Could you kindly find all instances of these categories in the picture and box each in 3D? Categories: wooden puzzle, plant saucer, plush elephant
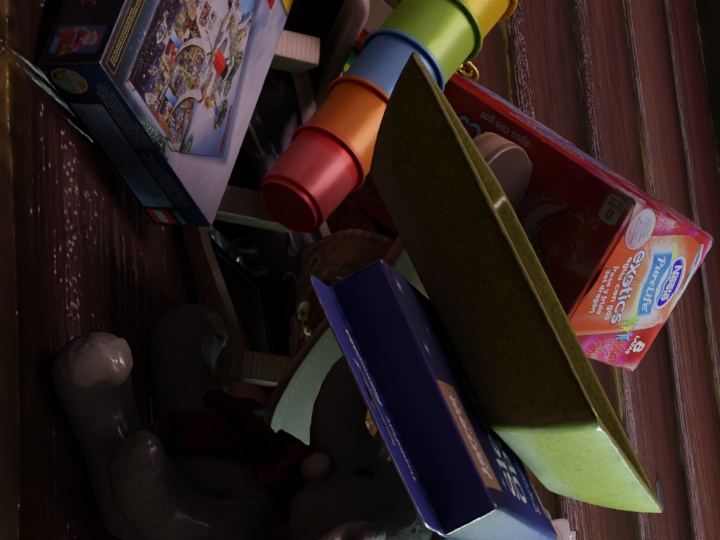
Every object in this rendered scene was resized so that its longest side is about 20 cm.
[{"bbox_3d":[-0.030,-0.167,1.312,0.200,0.037,0.186,112,-17,-51],"label":"wooden puzzle"},{"bbox_3d":[0.068,0.020,1.056,0.201,0.048,0.200,66,7,23],"label":"plant saucer"},{"bbox_3d":[-0.036,0.103,1.031,0.165,0.154,0.201,7,72,-72],"label":"plush elephant"}]

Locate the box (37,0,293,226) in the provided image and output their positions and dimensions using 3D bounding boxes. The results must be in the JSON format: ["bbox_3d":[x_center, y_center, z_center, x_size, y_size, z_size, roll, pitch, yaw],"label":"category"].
[{"bbox_3d":[-0.089,-0.143,1.134,0.137,0.037,0.201,58,42,-49],"label":"box"}]

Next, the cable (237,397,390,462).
[{"bbox_3d":[-0.041,0.106,1.230,0.200,0.050,0.098,6,113,-56],"label":"cable"}]

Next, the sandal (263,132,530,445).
[{"bbox_3d":[0.002,0.003,1.184,0.212,0.069,0.078,-49,143,-15],"label":"sandal"}]

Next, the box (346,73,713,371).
[{"bbox_3d":[0.089,-0.036,1.266,0.100,0.200,0.096,18,105,-53],"label":"box"}]

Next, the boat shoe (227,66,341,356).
[{"bbox_3d":[-0.056,-0.024,1.256,0.062,0.073,0.201,-9,95,-30],"label":"boat shoe"}]

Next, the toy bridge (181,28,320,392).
[{"bbox_3d":[-0.063,-0.034,1.194,0.067,0.027,0.201,11,80,-31],"label":"toy bridge"}]

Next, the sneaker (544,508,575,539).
[{"bbox_3d":[0.101,0.185,1.281,0.081,0.076,0.200,-54,128,-13],"label":"sneaker"}]

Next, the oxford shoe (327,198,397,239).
[{"bbox_3d":[0.032,0.014,1.328,0.200,0.073,0.072,50,-48,38],"label":"oxford shoe"}]

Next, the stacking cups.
[{"bbox_3d":[0.013,-0.104,1.207,0.200,0.060,0.061,-51,133,-33],"label":"stacking cups"}]

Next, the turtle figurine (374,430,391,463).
[{"bbox_3d":[0.048,0.100,1.354,0.065,0.161,0.200,57,16,-7],"label":"turtle figurine"}]

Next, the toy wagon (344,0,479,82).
[{"bbox_3d":[0.029,-0.132,1.434,0.155,0.040,0.200,51,-5,-11],"label":"toy wagon"}]

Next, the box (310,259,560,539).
[{"bbox_3d":[0.038,0.066,0.992,0.122,0.032,0.200,65,9,17],"label":"box"}]
